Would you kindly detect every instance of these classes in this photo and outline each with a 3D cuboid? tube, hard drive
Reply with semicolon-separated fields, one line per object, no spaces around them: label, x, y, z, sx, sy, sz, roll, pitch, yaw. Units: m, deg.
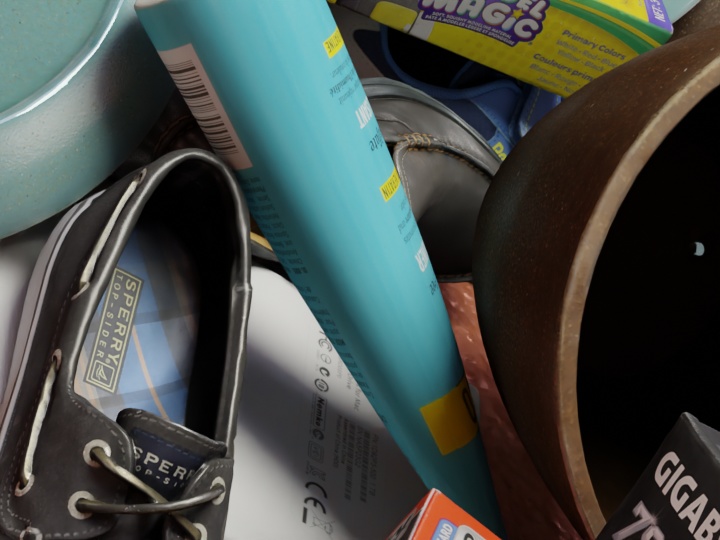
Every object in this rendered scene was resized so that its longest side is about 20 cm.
tube;0.000;0.000;0.743;0.077;0.050;0.200;-83;149;-72
hard drive;-0.052;0.037;0.776;0.200;0.026;0.132;29;33;-18

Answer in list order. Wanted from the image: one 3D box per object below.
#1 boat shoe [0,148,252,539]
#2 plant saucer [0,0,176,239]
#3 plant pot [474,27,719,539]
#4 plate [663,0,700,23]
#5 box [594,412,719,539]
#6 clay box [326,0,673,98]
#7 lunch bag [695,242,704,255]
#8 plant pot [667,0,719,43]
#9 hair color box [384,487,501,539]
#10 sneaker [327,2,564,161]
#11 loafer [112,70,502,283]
boat shoe;-0.060;0.052;0.675;0.070;0.066;0.200;27;49;-21
plant saucer;-0.146;-0.096;0.747;0.200;0.027;0.200;6;60;-10
plant pot;0.111;0.005;0.759;0.187;0.187;0.200;28;1;-19
plate;0.072;-0.169;1.008;0.026;0.200;0.200;38;21;-55
box;0.168;0.132;0.581;0.200;0.050;0.199;28;14;-23
clay box;0.007;-0.137;0.877;0.200;0.048;0.115;20;38;-31
lunch bag;0.197;0.066;0.926;0.200;0.127;0.170;31;28;-40
plant pot;0.165;-0.087;1.038;0.187;0.187;0.200;17;47;-34
hair color box;0.059;0.163;0.657;0.200;0.111;0.064;38;30;-5
sneaker;0.050;-0.049;0.940;0.200;0.082;0.074;24;33;-28
loafer;-0.008;-0.023;0.836;0.200;0.073;0.072;14;27;-45
